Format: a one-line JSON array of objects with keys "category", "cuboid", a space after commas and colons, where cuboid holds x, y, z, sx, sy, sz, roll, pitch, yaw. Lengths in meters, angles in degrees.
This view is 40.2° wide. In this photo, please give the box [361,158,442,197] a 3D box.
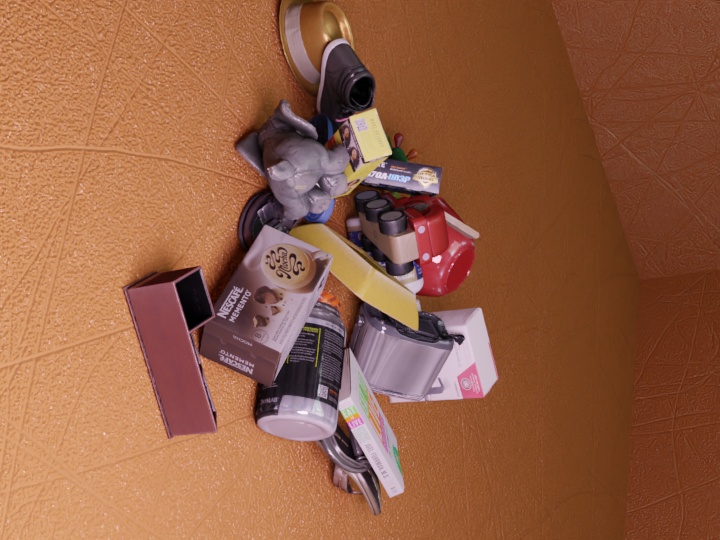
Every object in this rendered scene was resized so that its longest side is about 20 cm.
[{"category": "box", "cuboid": [0.056, -0.163, 1.704, 0.200, 0.156, 0.047, -73, 173, -88]}]

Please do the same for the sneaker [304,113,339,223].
[{"category": "sneaker", "cuboid": [-0.054, -0.162, 1.660, 0.078, 0.069, 0.204, 33, 53, -50]}]

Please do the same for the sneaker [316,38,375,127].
[{"category": "sneaker", "cuboid": [-0.022, -0.283, 1.670, 0.100, 0.070, 0.202, 55, -23, 32]}]

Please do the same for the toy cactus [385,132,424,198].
[{"category": "toy cactus", "cuboid": [0.098, -0.176, 1.889, 0.165, 0.101, 0.204, 176, -103, -72]}]

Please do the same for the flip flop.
[{"category": "flip flop", "cuboid": [-0.028, 0.317, 1.590, 0.201, 0.057, 0.081, 51, 18, -22]}]

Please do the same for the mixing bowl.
[{"category": "mixing bowl", "cuboid": [0.150, -0.027, 1.882, 0.200, 0.107, 0.202, -41, 148, -33]}]

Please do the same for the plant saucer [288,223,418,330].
[{"category": "plant saucer", "cuboid": [0.000, 0.000, 1.592, 0.049, 0.199, 0.199, -52, 144, 4]}]

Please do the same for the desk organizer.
[{"category": "desk organizer", "cuboid": [-0.220, 0.102, 1.237, 0.072, 0.076, 0.204, -36, 115, -60]}]

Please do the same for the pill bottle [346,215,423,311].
[{"category": "pill bottle", "cuboid": [0.050, -0.005, 1.766, 0.119, 0.118, 0.204, -24, 104, -62]}]

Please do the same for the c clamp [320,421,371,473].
[{"category": "c clamp", "cuboid": [-0.025, 0.246, 1.576, 0.171, 0.027, 0.202, 44, 21, -39]}]

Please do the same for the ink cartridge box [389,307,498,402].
[{"category": "ink cartridge box", "cuboid": [0.134, 0.156, 1.800, 0.085, 0.197, 0.148, -38, 116, -54]}]

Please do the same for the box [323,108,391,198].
[{"category": "box", "cuboid": [-0.018, -0.173, 1.507, 0.049, 0.200, 0.077, -18, 85, -22]}]

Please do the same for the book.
[{"category": "book", "cuboid": [0.008, 0.242, 1.555, 0.134, 0.047, 0.202, -101, 165, -62]}]

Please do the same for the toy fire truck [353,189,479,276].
[{"category": "toy fire truck", "cuboid": [0.109, -0.071, 1.629, 0.176, 0.197, 0.131, -135, -150, -61]}]

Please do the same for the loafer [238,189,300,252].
[{"category": "loafer", "cuboid": [-0.121, -0.094, 1.510, 0.200, 0.062, 0.073, -54, 129, -55]}]

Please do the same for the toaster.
[{"category": "toaster", "cuboid": [0.068, 0.138, 1.684, 0.197, 0.131, 0.114, 15, 23, -23]}]

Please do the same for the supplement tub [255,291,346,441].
[{"category": "supplement tub", "cuboid": [-0.085, 0.138, 1.451, 0.122, 0.121, 0.203, 43, 46, -51]}]

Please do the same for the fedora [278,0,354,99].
[{"category": "fedora", "cuboid": [-0.065, -0.397, 1.689, 0.200, 0.080, 0.205, 27, 60, -59]}]

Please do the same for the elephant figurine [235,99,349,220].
[{"category": "elephant figurine", "cuboid": [-0.116, -0.184, 1.478, 0.201, 0.140, 0.156, 54, -24, 29]}]

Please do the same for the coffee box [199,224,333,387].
[{"category": "coffee box", "cuboid": [-0.128, 0.046, 1.363, 0.080, 0.111, 0.201, 110, 6, -46]}]
